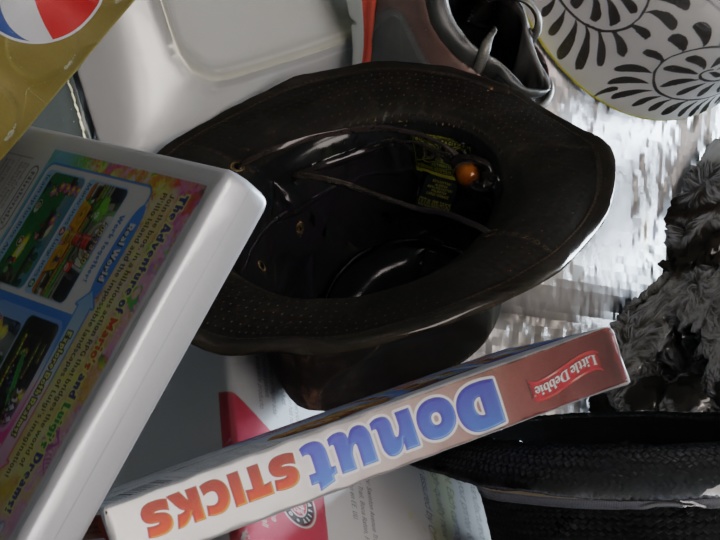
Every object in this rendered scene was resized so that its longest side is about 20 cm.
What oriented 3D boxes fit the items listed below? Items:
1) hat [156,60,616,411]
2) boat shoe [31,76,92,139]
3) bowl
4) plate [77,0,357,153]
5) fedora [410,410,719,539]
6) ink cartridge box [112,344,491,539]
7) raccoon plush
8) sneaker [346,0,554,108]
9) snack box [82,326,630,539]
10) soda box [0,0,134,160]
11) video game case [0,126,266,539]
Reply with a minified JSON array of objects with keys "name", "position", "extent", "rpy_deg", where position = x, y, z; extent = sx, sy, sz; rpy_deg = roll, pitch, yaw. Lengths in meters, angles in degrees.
[{"name":"hat","position":[0.000,0.000,0.887],"extent":[0.200,0.200,0.081],"rpy_deg":[-30,132,-34]},{"name":"boat shoe","position":[-0.149,-0.100,0.885],"extent":[0.073,0.062,0.201],"rpy_deg":[-38,110,-36]},{"name":"bowl","position":[0.167,-0.177,1.110],"extent":[0.200,0.094,0.202],"rpy_deg":[3,84,-37]},{"name":"plate","position":[-0.050,-0.158,0.967],"extent":[0.199,0.032,0.201],"rpy_deg":[-24,101,-43]},{"name":"fedora","position":[0.106,0.104,0.889],"extent":[0.200,0.200,0.092],"rpy_deg":[-1,90,-37]},{"name":"ink cartridge box","position":[-0.003,0.114,0.931],"extent":[0.199,0.083,0.146],"rpy_deg":[32,31,-31]},{"name":"raccoon plush","position":[0.197,0.048,1.126],"extent":[0.134,0.096,0.201],"rpy_deg":[47,61,-34]},{"name":"sneaker","position":[0.039,-0.067,0.983],"extent":[0.077,0.082,0.201],"rpy_deg":[-35,133,-38]},{"name":"snack box","position":[-0.008,0.060,0.802],"extent":[0.199,0.072,0.024],"rpy_deg":[-18,90,-27]},{"name":"soda box","position":[-0.139,-0.085,0.835],"extent":[0.068,0.064,0.200],"rpy_deg":[39,96,-23]},{"name":"video game case","position":[-0.131,0.046,0.796],"extent":[0.024,0.182,0.201],"rpy_deg":[35,78,-34]}]
